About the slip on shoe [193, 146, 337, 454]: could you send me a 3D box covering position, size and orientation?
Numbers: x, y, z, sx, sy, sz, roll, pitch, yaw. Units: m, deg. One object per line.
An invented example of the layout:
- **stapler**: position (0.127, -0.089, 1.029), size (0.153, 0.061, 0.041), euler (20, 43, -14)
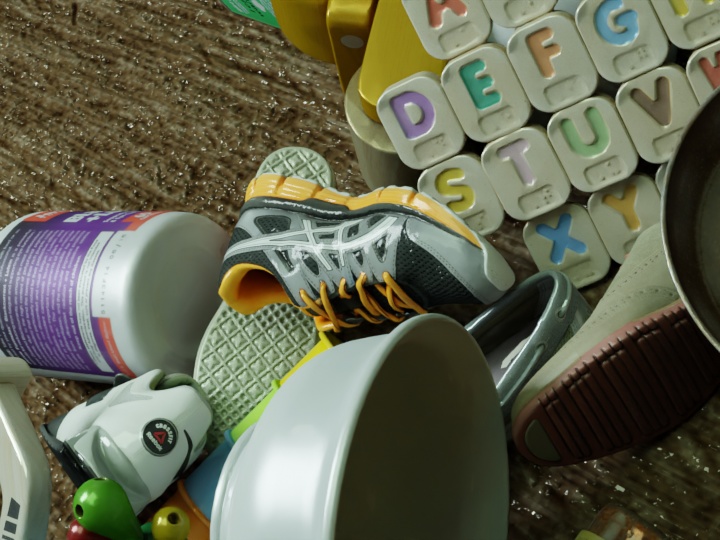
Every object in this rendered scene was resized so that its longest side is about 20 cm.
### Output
- **slip on shoe**: position (-0.053, 0.024, 0.949), size (0.074, 0.061, 0.200), euler (9, 71, 6)

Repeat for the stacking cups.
- **stacking cups**: position (-0.070, 0.124, 0.883), size (0.200, 0.060, 0.061), euler (-45, 41, 6)

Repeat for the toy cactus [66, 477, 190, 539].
- **toy cactus**: position (-0.082, 0.190, 0.780), size (0.102, 0.200, 0.165), euler (-43, 1, 7)

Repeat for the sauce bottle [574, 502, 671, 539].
- **sauce bottle**: position (0.076, 0.200, 0.692), size (0.200, 0.066, 0.066), euler (-50, 42, -8)

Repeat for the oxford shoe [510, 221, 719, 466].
- **oxford shoe**: position (0.152, 0.023, 0.784), size (0.200, 0.071, 0.075), euler (-34, 38, -6)

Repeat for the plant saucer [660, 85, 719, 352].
- **plant saucer**: position (0.240, -0.017, 0.718), size (0.200, 0.035, 0.201), euler (-2, 66, 5)

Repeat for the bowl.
- **bowl**: position (-0.007, 0.119, 0.713), size (0.090, 0.201, 0.201), euler (2, 57, 27)

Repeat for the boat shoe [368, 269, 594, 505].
- **boat shoe**: position (0.041, 0.077, 0.821), size (0.202, 0.065, 0.074), euler (-36, 42, 7)

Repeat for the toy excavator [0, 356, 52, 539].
- **toy excavator**: position (-0.178, 0.168, 0.822), size (0.194, 0.100, 0.200), euler (30, 110, 45)

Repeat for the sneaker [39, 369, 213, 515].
- **sneaker**: position (-0.131, 0.100, 0.908), size (0.088, 0.074, 0.200), euler (-38, 10, -18)

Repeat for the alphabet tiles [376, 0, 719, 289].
- **alphabet tiles**: position (0.114, -0.089, 0.821), size (0.200, 0.196, 0.015), euler (-23, 13, 21)

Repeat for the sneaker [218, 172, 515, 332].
- **sneaker**: position (0.000, 0.000, 0.852), size (0.200, 0.078, 0.077), euler (8, 62, 45)

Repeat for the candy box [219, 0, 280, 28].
- **candy box**: position (-0.011, -0.253, 1.129), size (0.200, 0.077, 0.169), euler (26, 75, 48)

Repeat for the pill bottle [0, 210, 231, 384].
- **pill bottle**: position (-0.179, 0.017, 1.008), size (0.200, 0.111, 0.112), euler (2, 58, 39)

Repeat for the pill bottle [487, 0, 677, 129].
- **pill bottle**: position (0.133, -0.160, 0.912), size (0.113, 0.113, 0.200), euler (-12, 50, 31)

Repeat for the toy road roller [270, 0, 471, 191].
- **toy road roller**: position (0.004, -0.148, 0.946), size (0.146, 0.123, 0.200), euler (7, 68, 10)
